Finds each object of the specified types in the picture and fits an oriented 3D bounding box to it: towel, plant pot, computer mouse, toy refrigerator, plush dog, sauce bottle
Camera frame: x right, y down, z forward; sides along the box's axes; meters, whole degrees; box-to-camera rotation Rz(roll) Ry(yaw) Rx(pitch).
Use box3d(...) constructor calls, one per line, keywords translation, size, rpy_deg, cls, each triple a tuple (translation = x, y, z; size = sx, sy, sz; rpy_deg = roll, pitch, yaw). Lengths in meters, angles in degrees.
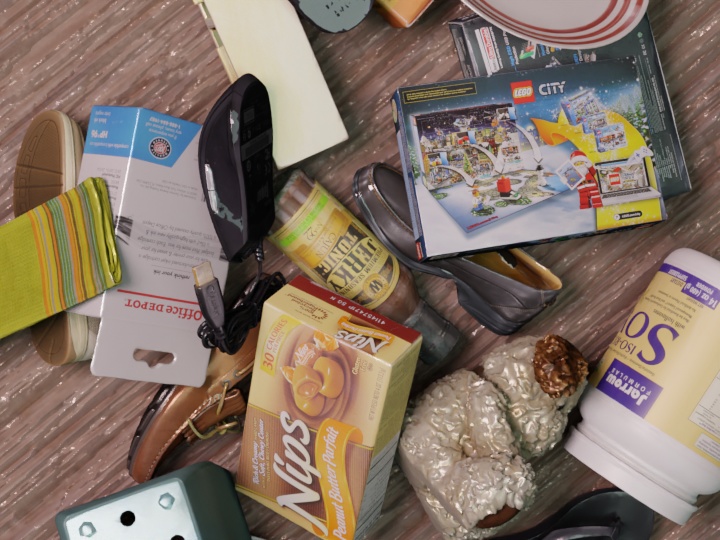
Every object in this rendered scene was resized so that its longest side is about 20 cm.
box3d(translation=(-0.263, 0.003, 1.031), size=(0.200, 0.018, 0.086), rpy_deg=(-23, 71, 28), cls="towel")
box3d(translation=(-0.153, 0.226, 1.043), size=(0.141, 0.200, 0.142), rpy_deg=(-19, 75, -7), cls="plant pot")
box3d(translation=(-0.104, -0.039, 1.012), size=(0.046, 0.140, 0.200), rpy_deg=(4, 115, 18), cls="computer mouse")
box3d(translation=(-0.084, -0.184, 1.077), size=(0.070, 0.076, 0.200), rpy_deg=(-24, 103, -6), cls="toy refrigerator")
box3d(translation=(0.111, 0.119, 1.131), size=(0.172, 0.200, 0.161), rpy_deg=(-34, 77, -11), cls="plush dog")
box3d(translation=(0.000, 0.000, 1.129), size=(0.200, 0.065, 0.065), rpy_deg=(41, 90, -14), cls="sauce bottle")

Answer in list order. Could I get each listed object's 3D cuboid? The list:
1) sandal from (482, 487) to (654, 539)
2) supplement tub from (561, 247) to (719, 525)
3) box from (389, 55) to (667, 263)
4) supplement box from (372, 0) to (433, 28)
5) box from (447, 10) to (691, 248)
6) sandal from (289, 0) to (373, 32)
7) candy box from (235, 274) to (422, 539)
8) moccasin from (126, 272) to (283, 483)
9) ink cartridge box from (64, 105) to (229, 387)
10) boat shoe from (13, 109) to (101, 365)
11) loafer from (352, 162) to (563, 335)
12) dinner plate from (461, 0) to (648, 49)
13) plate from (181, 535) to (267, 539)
box3d(translation=(0.175, 0.256, 1.215), size=(0.200, 0.043, 0.076), rpy_deg=(-21, 103, -7), cls="sandal")
box3d(translation=(0.276, 0.098, 1.157), size=(0.145, 0.145, 0.200), rpy_deg=(32, 91, -14), cls="supplement tub")
box3d(translation=(0.134, -0.089, 1.088), size=(0.199, 0.038, 0.137), rpy_deg=(-8, 83, -9), cls="box")
box3d(translation=(-0.021, -0.281, 1.079), size=(0.200, 0.067, 0.069), rpy_deg=(42, 91, -14), cls="supplement box")
box3d(translation=(0.178, -0.137, 1.151), size=(0.159, 0.046, 0.200), rpy_deg=(-19, 102, -7), cls="box")
box3d(translation=(-0.071, -0.253, 1.000), size=(0.200, 0.043, 0.076), rpy_deg=(33, 92, -14), cls="sandal")
box3d(translation=(-0.029, 0.116, 1.080), size=(0.115, 0.055, 0.200), rpy_deg=(26, 128, 20), cls="candy box")
box3d(translation=(-0.116, 0.098, 1.123), size=(0.078, 0.074, 0.201), rpy_deg=(41, 80, -6), cls="moccasin")
box3d(translation=(-0.163, -0.017, 1.055), size=(0.116, 0.068, 0.201), rpy_deg=(12, 88, -45), cls="ink cartridge box")
box3d(translation=(-0.228, -0.027, 1.085), size=(0.065, 0.072, 0.201), rpy_deg=(-9, 98, -46), cls="boat shoe")
box3d(translation=(0.082, -0.029, 1.126), size=(0.200, 0.072, 0.073), rpy_deg=(36, 47, -20), cls="loafer")
box3d(translation=(0.138, -0.251, 1.088), size=(0.200, 0.024, 0.201), rpy_deg=(9, 58, -14), cls="dinner plate")
box3d(translation=(-0.122, 0.319, 1.177), size=(0.200, 0.026, 0.201), rpy_deg=(-2, 99, -11), cls="plate")
